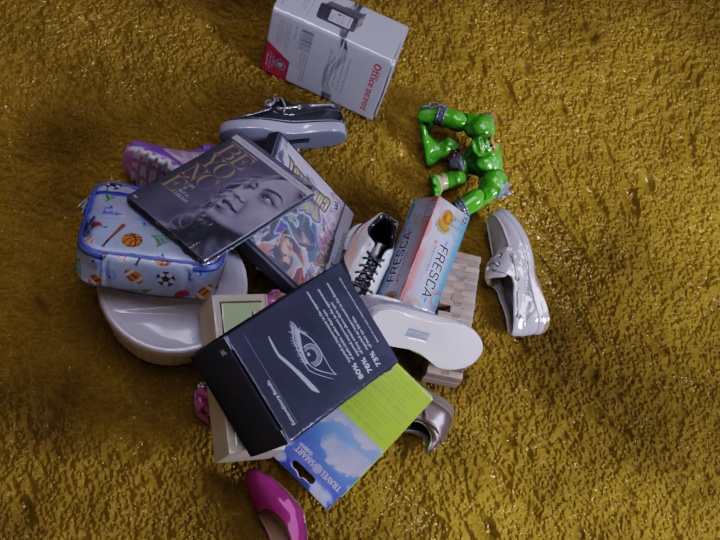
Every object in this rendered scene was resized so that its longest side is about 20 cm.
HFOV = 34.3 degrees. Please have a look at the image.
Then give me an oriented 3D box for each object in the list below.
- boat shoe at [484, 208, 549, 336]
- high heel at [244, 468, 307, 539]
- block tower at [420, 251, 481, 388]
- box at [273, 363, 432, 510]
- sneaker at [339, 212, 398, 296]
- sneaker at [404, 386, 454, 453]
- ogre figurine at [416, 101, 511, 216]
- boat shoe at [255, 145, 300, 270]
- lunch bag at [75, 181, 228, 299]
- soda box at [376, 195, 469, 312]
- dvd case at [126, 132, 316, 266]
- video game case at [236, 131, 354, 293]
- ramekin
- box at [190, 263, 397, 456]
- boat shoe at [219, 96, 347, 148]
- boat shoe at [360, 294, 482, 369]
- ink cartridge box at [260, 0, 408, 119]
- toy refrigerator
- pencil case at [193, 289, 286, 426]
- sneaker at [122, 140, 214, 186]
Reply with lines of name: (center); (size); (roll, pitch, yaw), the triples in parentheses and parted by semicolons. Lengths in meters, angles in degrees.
boat shoe: (0.215, 0.002, 1.711); (0.069, 0.071, 0.201); (-9, 67, -19)
high heel: (-0.106, 0.347, 1.457); (0.096, 0.067, 0.200); (-29, 76, -36)
block tower: (0.131, 0.063, 1.670); (0.057, 0.054, 0.201); (13, 62, -7)
box: (-0.014, 0.199, 1.530); (0.122, 0.048, 0.200); (43, 88, 5)
sneaker: (0.000, 0.000, 1.635); (0.073, 0.080, 0.201); (27, 55, -18)
sneaker: (0.029, 0.179, 1.577); (0.199, 0.071, 0.076); (23, 61, 0)
ogre figurine: (0.158, -0.170, 1.779); (0.119, 0.098, 0.201); (-11, 49, 1)
boat shoe: (-0.108, -0.090, 1.685); (0.060, 0.072, 0.203); (11, 68, -5)
lunch bag: (-0.267, -0.044, 1.498); (0.198, 0.076, 0.161); (11, 42, -5)
soda box: (0.083, -0.003, 1.653); (0.068, 0.063, 0.201); (32, 70, -30)
dvd case: (-0.177, -0.097, 1.502); (0.148, 0.016, 0.200); (37, 51, 24)
video game case: (-0.089, -0.061, 1.623); (0.025, 0.200, 0.182); (-6, 54, 34)
ramekin: (-0.255, 0.035, 1.571); (0.201, 0.094, 0.204); (6, 61, -11)
box: (-0.079, 0.107, 1.412); (0.199, 0.104, 0.149); (-32, 92, -36)
boat shoe: (-0.118, -0.225, 1.748); (0.198, 0.074, 0.069); (-6, 69, -16)
boat shoe: (0.076, 0.079, 1.564); (0.199, 0.072, 0.069); (13, 25, -31)
ink cartridge box: (-0.041, -0.339, 1.785); (0.199, 0.145, 0.084); (24, 58, 0)
toy refrigerator: (-0.149, 0.134, 1.466); (0.075, 0.070, 0.202); (0, 71, -24)
pencil case: (-0.142, 0.122, 1.562); (0.082, 0.087, 0.201); (13, 55, 30)
sneaker: (-0.242, -0.146, 1.683); (0.199, 0.081, 0.089); (19, 54, -9)
